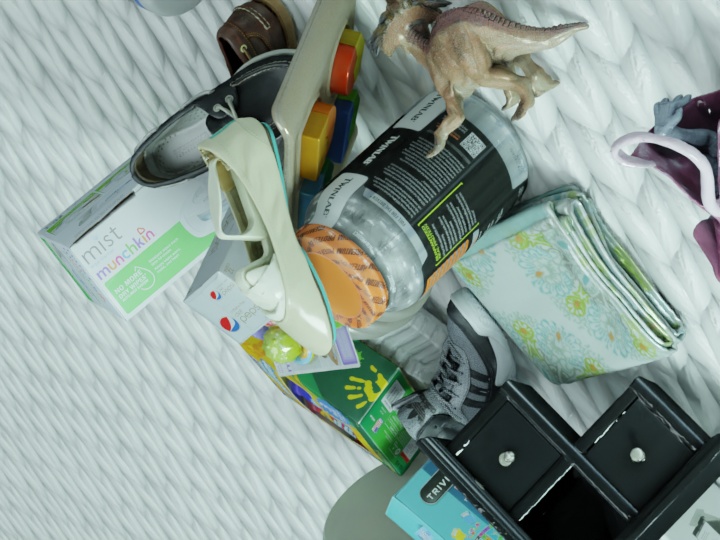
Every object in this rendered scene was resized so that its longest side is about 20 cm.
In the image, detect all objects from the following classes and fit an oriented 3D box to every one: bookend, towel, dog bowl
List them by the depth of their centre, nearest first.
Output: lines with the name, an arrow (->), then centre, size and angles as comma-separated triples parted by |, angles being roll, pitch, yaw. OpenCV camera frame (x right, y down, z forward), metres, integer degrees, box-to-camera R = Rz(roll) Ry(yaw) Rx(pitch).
towel -> 0.172, 0.019, 1.683 | 0.171, 0.048, 0.200 | 52, 151, -9
bookend -> 0.193, 0.153, 1.686 | 0.199, 0.200, 0.092 | 47, -171, 20
dog bowl -> 0.065, 0.277, 1.994 | 0.200, 0.200, 0.079 | 14, 136, 44

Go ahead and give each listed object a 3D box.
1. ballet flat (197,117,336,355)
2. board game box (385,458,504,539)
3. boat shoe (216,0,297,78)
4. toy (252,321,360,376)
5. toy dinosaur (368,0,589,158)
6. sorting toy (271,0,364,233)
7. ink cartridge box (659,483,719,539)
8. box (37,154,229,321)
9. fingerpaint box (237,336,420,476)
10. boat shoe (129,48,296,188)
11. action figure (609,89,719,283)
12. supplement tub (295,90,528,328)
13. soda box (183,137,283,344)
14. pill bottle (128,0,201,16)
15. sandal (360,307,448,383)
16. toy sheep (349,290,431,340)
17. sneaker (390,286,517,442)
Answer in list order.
ballet flat -> -0.080, -0.021, 1.542 | 0.069, 0.069, 0.201 | -16, 93, 59
board game box -> 0.149, 0.243, 1.891 | 0.200, 0.151, 0.047 | 40, 151, 13
boat shoe -> -0.090, -0.160, 1.785 | 0.070, 0.070, 0.200 | 23, 145, 35
toy -> -0.072, 0.045, 1.784 | 0.200, 0.047, 0.116 | -14, 96, 63
toy dinosaur -> 0.080, -0.179, 1.526 | 0.200, 0.086, 0.136 | -18, 105, 53
sorting toy -> -0.030, -0.125, 1.645 | 0.036, 0.186, 0.200 | 12, 144, 11
ink cartridge box -> 0.303, 0.269, 1.788 | 0.200, 0.083, 0.147 | 45, 152, 4
box -> -0.196, -0.059, 1.877 | 0.097, 0.200, 0.176 | 54, 167, -17
fingerpaint box -> -0.024, 0.114, 1.972 | 0.167, 0.073, 0.200 | 34, 170, 22
boat shoe -> -0.122, -0.130, 1.714 | 0.200, 0.060, 0.074 | -23, 100, 28
action figure -> 0.282, -0.033, 1.382 | 0.134, 0.149, 0.201 | 4, 117, 43
supplement tub -> 0.038, -0.050, 1.616 | 0.122, 0.200, 0.123 | 33, 148, 24
soda box -> -0.084, -0.035, 1.720 | 0.068, 0.200, 0.064 | 36, 135, -16
pill bottle -> -0.224, -0.312, 1.725 | 0.200, 0.114, 0.114 | 29, 147, 29
sandal -> 0.015, 0.032, 1.901 | 0.203, 0.082, 0.050 | 48, -166, 1
toy sheep -> 0.000, 0.000, 1.806 | 0.138, 0.138, 0.200 | 47, 148, -2
sneaker -> 0.085, 0.106, 1.816 | 0.076, 0.114, 0.200 | 55, 169, 39
